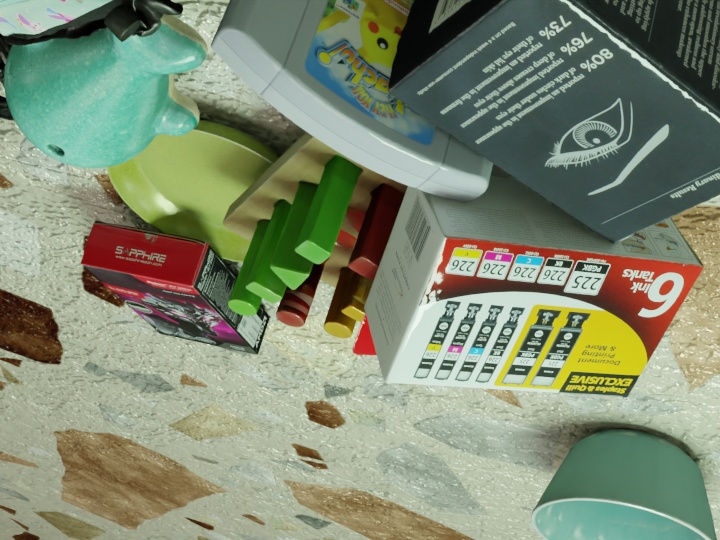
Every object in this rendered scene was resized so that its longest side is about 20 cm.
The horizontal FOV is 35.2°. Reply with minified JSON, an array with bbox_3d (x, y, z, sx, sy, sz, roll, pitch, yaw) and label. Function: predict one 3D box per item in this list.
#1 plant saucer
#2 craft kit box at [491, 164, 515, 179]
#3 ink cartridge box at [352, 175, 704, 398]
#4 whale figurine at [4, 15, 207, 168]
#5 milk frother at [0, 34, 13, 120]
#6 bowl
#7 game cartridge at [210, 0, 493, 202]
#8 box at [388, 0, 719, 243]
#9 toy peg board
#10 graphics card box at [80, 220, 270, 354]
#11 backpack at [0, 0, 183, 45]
[{"bbox_3d":[-0.126,-0.074,1.008,0.198,0.031,0.201,13,150,8],"label":"plant saucer"},{"bbox_3d":[0.111,-0.039,0.922,0.197,0.049,0.200,34,147,-20],"label":"craft kit box"},{"bbox_3d":[0.113,0.029,0.821,0.198,0.084,0.176,5,128,-19],"label":"ink cartridge box"},{"bbox_3d":[-0.193,-0.139,0.847,0.159,0.104,0.199,35,155,-27],"label":"whale figurine"},{"bbox_3d":[-0.388,-0.115,0.925,0.180,0.189,0.200,30,149,-22],"label":"milk frother"},{"bbox_3d":[0.292,0.244,1.231,0.199,0.106,0.201,14,151,8],"label":"bowl"},{"bbox_3d":[0.008,-0.133,0.728,0.199,0.134,0.040,28,149,-19],"label":"game cartridge"},{"bbox_3d":[0.143,-0.125,0.694,0.199,0.105,0.148,31,148,-22],"label":"box"},{"bbox_3d":[0.000,0.000,0.910,0.198,0.098,0.200,29,149,-18],"label":"toy peg board"},{"bbox_3d":[-0.181,0.021,1.144,0.124,0.051,0.200,10,161,17],"label":"graphics card box"},{"bbox_3d":[-0.167,-0.217,0.686,0.199,0.167,0.127,-4,129,40],"label":"backpack"}]
